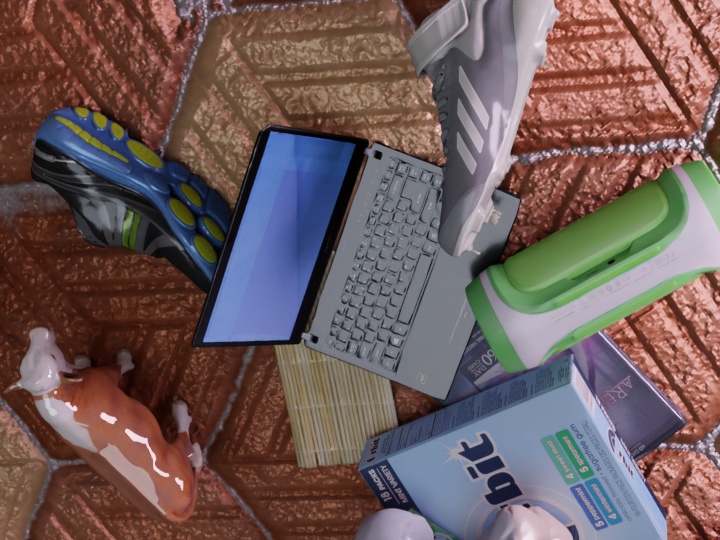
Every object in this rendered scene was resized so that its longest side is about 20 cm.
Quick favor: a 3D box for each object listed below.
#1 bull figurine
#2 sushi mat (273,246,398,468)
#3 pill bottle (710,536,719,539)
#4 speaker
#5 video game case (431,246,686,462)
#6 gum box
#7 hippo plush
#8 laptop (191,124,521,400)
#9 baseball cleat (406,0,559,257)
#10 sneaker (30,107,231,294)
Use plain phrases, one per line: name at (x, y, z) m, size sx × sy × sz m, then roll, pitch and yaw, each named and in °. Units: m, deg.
bull figurine at (-0.205, 0.121, 1.051) m, size 0.065 × 0.122 × 0.201 m, roll -33°, pitch 104°, yaw 19°
sushi mat at (-0.024, 0.076, 1.066) m, size 0.094 × 0.012 × 0.203 m, roll -7°, pitch 111°, yaw 10°
pill bottle at (0.376, 0.242, 1.023) m, size 0.198 × 0.110 × 0.111 m, roll -23°, pitch 107°, yaw 16°
speaker at (0.181, -0.002, 0.953) m, size 0.198 × 0.089 × 0.089 m, roll -29°, pitch 106°, yaw 9°
video game case at (0.148, 0.097, 1.047) m, size 0.143 × 0.019 × 0.200 m, roll -41°, pitch 100°, yaw 21°
gum box at (0.125, 0.182, 1.050) m, size 0.198 × 0.045 × 0.171 m, roll -25°, pitch 110°, yaw 23°
hippo plush at (0.073, 0.260, 1.021) m, size 0.159 × 0.159 × 0.203 m, roll 13°, pitch 119°, yaw 34°
laptop at (0.000, 0.000, 0.969) m, size 0.197 × 0.103 × 0.179 m, roll 21°, pitch 106°, yaw 3°
baseball cleat at (0.073, -0.116, 0.935) m, size 0.105 × 0.070 × 0.203 m, roll 20°, pitch 91°, yaw 8°
sneaker at (-0.175, -0.047, 1.015) m, size 0.199 × 0.071 × 0.083 m, roll 37°, pitch 126°, yaw -6°
